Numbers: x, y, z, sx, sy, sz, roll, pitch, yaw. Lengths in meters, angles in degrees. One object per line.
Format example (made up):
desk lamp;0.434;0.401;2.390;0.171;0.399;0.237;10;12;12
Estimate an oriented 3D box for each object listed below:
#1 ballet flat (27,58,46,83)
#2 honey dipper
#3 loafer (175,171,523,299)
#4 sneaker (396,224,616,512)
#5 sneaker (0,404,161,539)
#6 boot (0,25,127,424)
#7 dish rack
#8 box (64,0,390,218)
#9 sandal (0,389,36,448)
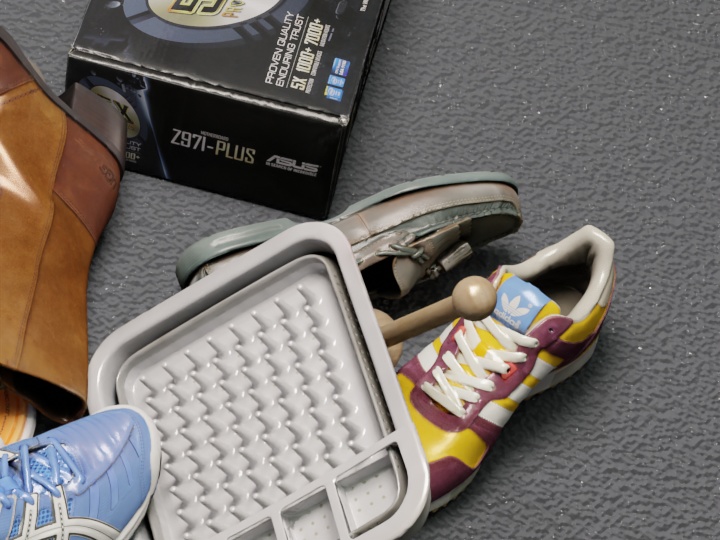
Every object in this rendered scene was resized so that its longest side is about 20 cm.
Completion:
ballet flat;-0.264;-0.064;1.573;0.200;0.046;0.067;-33;100;-26
honey dipper;0.023;0.028;1.456;0.038;0.200;0.038;4;78;-19
loafer;0.000;0.000;1.559;0.199;0.072;0.063;-14;62;-11
sneaker;0.065;0.048;1.514;0.075;0.090;0.200;34;53;16
sneaker;-0.180;0.127;1.399;0.200;0.077;0.076;-35;63;-24
boot;-0.216;-0.033;1.497;0.188;0.068;0.200;35;45;-32
dish rack;-0.049;0.089;1.449;0.171;0.044;0.200;-30;54;15
box;-0.071;-0.148;1.648;0.163;0.086;0.200;15;51;2
sandal;-0.243;0.100;1.432;0.079;0.059;0.207;36;54;17
